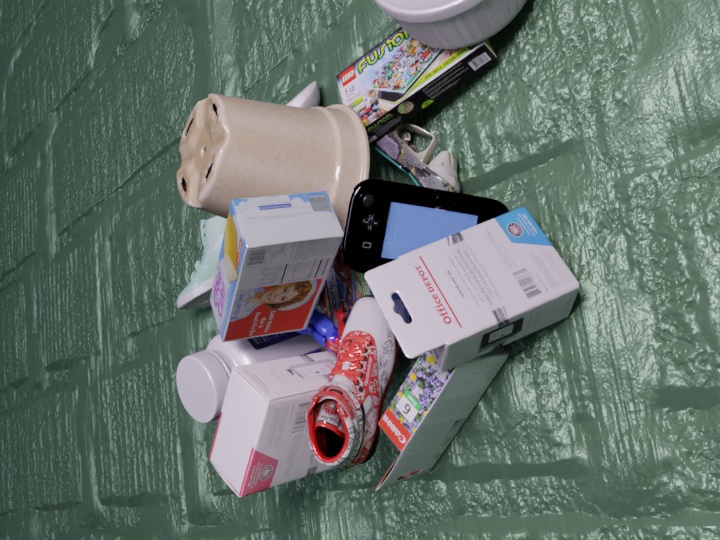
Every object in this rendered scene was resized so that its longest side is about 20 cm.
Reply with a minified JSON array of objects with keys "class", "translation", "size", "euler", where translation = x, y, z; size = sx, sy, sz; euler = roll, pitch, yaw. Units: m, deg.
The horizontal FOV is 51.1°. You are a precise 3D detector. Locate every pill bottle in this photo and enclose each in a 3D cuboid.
[{"class":"pill bottle","translation":[-0.148,0.134,1.045],"size":[0.119,0.199,0.121],"euler":[13,110,41]}]

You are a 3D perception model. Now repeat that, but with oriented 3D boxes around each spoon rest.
[{"class":"spoon rest","translation":[-0.128,-0.220,1.171],"size":[0.200,0.060,0.100],"euler":[-43,20,39]}]

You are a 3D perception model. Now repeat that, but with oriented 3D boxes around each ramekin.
[{"class":"ramekin","translation":[0.110,-0.349,0.864],"size":[0.200,0.094,0.205],"euler":[-12,62,24]}]

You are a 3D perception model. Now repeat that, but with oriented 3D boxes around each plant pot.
[{"class":"plant pot","translation":[-0.118,-0.127,0.929],"size":[0.200,0.182,0.203],"euler":[-17,69,52]}]

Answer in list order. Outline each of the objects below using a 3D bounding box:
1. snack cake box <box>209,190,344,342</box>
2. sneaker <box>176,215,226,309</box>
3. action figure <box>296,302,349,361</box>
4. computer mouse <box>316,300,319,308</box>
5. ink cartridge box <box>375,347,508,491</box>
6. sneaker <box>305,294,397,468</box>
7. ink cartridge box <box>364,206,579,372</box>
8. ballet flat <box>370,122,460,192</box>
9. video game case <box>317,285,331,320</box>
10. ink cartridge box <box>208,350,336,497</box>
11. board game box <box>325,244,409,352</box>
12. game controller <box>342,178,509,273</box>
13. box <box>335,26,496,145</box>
[{"class":"snack cake box","translation":[-0.103,0.000,0.884],"size":[0.068,0.114,0.201],"euler":[66,151,29]},{"class":"sneaker","translation":[-0.258,-0.019,1.297],"size":[0.200,0.073,0.119],"euler":[-37,67,29]},{"class":"action figure","translation":[-0.038,0.085,0.984],"size":[0.200,0.051,0.066],"euler":[41,139,33]},{"class":"computer mouse","translation":[-0.114,-0.031,1.074],"size":[0.044,0.200,0.110],"euler":[-40,17,0]},{"class":"ink cartridge box","translation":[0.082,0.163,0.885],"size":[0.050,0.108,0.201],"euler":[45,119,32]},{"class":"sneaker","translation":[-0.009,0.125,0.865],"size":[0.066,0.108,0.204],"euler":[6,85,23]},{"class":"ink cartridge box","translation":[0.114,0.026,0.800],"size":[0.067,0.198,0.117],"euler":[87,158,-57]},{"class":"ballet flat","translation":[0.081,-0.133,0.946],"size":[0.201,0.072,0.072],"euler":[51,123,36]},{"class":"video game case","translation":[-0.070,0.067,1.129],"size":[0.199,0.017,0.145],"euler":[-20,73,45]},{"class":"ink cartridge box","translation":[-0.083,0.194,0.989],"size":[0.083,0.199,0.148],"euler":[34,116,38]},{"class":"board game box","translation":[0.000,0.000,0.972],"size":[0.135,0.034,0.203],"euler":[2,103,55]},{"class":"game controller","translation":[0.076,-0.040,0.854],"size":[0.042,0.197,0.106],"euler":[-168,85,-72]},{"class":"box","translation":[0.064,-0.254,0.945],"size":[0.199,0.035,0.111],"euler":[-31,56,25]}]
